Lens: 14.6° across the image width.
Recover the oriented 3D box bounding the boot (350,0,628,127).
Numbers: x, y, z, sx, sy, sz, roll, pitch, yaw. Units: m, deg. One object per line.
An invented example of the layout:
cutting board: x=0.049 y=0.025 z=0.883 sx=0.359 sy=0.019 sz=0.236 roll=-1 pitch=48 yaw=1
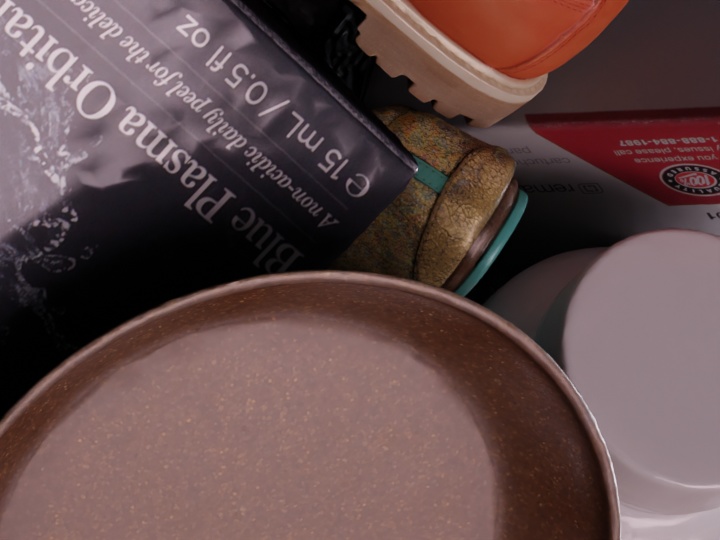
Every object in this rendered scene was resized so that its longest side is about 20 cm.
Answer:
boot: x=0.007 y=-0.130 z=0.779 sx=0.200 sy=0.075 sz=0.107 roll=33 pitch=130 yaw=-30

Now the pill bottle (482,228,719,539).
pill bottle: x=0.071 y=0.058 z=0.910 sx=0.110 sy=0.111 sz=0.200 roll=-21 pitch=168 yaw=-21

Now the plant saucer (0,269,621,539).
plant saucer: x=-0.027 y=0.083 z=0.772 sx=0.200 sy=0.037 sz=0.201 roll=-8 pitch=119 yaw=-15

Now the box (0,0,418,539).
box: x=-0.128 y=-0.033 z=0.762 sx=0.200 sy=0.117 sz=0.197 roll=-46 pitch=125 yaw=5

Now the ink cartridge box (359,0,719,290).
ink cartridge box: x=0.112 y=-0.030 z=0.934 sx=0.200 sy=0.145 sz=0.083 roll=45 pitch=52 yaw=-47

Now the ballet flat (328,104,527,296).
ballet flat: x=0.000 y=0.000 z=0.890 sx=0.071 sy=0.071 sz=0.200 roll=-25 pitch=167 yaw=-18
